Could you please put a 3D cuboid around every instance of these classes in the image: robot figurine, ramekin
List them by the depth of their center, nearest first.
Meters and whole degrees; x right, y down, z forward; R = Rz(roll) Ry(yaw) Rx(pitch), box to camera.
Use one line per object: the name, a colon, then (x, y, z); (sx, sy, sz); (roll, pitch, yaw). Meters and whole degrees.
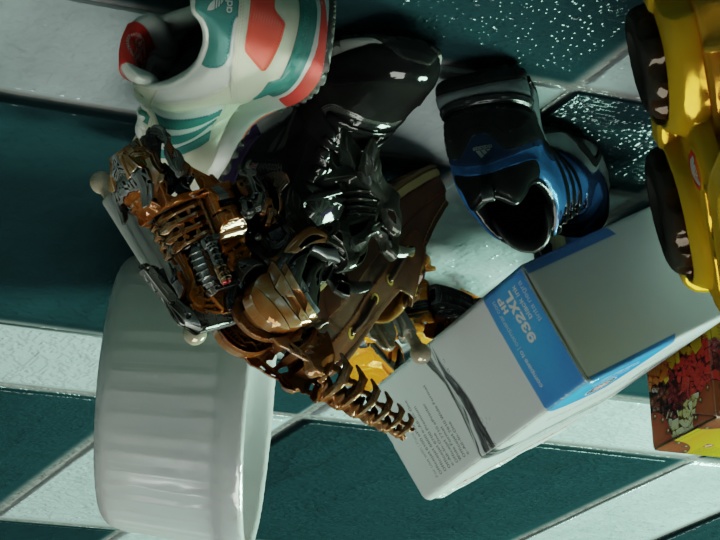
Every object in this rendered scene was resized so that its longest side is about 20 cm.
ramekin: (-0.111, 0.081, 1.684); (0.098, 0.201, 0.201); (5, 160, 3)
robot figurine: (0.024, 0.037, 1.770); (0.145, 0.058, 0.200); (-7, 160, 11)

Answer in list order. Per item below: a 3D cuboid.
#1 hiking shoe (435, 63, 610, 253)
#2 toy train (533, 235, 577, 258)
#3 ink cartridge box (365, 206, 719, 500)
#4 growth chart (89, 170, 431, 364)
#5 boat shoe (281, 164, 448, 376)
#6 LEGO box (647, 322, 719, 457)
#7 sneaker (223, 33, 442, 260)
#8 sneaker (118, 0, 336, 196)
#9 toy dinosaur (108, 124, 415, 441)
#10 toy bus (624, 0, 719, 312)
hiking shoe: (0.093, -0.045, 1.511); (0.074, 0.087, 0.200); (-11, 158, 23)
toy train: (0.161, 0.016, 1.762); (0.046, 0.034, 0.200); (-14, 158, 19)
ink cartridge box: (0.117, 0.049, 1.614); (0.145, 0.084, 0.200); (-24, 169, -37)
growth chart: (-0.058, -0.007, 1.537); (0.200, 0.145, 0.018); (4, 136, -42)
boat shoe: (0.000, 0.000, 1.515); (0.072, 0.068, 0.200); (-26, -169, 34)
LEGO box: (0.285, 0.046, 1.691); (0.200, 0.149, 0.077); (7, 157, -27)
sneaker: (-0.016, -0.062, 1.450); (0.076, 0.088, 0.200); (10, 156, -29)
sneaker: (-0.095, -0.101, 1.377); (0.093, 0.070, 0.200); (16, 151, -26)
toy dinosaur: (-0.047, 0.005, 1.358); (0.102, 0.136, 0.200); (-7, 117, 42)
toy bus: (0.214, -0.048, 1.281); (0.135, 0.192, 0.200); (-11, 120, 3)
